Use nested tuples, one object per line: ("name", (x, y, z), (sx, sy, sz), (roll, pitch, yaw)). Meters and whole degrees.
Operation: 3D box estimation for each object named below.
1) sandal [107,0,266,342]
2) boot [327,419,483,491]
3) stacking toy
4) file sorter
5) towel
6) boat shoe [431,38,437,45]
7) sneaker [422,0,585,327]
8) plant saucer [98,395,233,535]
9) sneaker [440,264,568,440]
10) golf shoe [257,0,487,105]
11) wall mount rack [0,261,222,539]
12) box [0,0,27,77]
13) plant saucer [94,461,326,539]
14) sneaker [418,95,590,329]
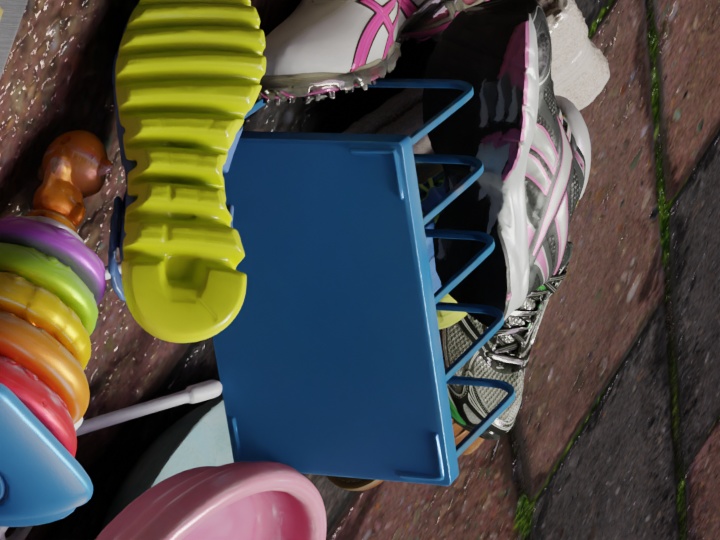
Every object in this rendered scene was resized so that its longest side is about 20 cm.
("sandal", (-0.095, -0.056, 1.440), (0.087, 0.079, 0.201), (137, -39, -71))
("boot", (0.049, 0.093, 1.964), (0.201, 0.073, 0.155), (-60, 153, -21))
("stacking toy", (-0.166, 0.014, 1.377), (0.110, 0.116, 0.201), (53, 45, -43))
("file sorter", (0.000, 0.000, 1.597), (0.123, 0.138, 0.201), (-41, 128, -54))
("towel", (0.062, -0.090, 1.748), (0.200, 0.035, 0.133), (-36, 158, 3))
("boat shoe", (0.080, -0.212, 1.698), (0.063, 0.073, 0.202), (-74, 175, -46))
("sneaker", (0.090, -0.073, 1.641), (0.086, 0.080, 0.201), (-27, 135, -38))
("plant saucer", (-0.113, 0.153, 1.715), (0.201, 0.039, 0.202), (-49, 154, -33))
("sneaker", (0.092, 0.013, 1.873), (0.078, 0.085, 0.201), (21, 67, -42))
("golf shoe", (-0.004, -0.156, 1.605), (0.200, 0.072, 0.093), (-37, 118, -47))
("wall mount rack", (-0.141, 0.066, 1.507), (0.201, 0.074, 0.174), (95, 20, -44))
("box", (-0.211, -0.092, 1.202), (0.158, 0.048, 0.201), (-4, 118, -65))
("plant saucer", (-0.105, 0.185, 1.586), (0.200, 0.051, 0.201), (-37, 148, -29))
("sneaker", (0.057, -0.028, 1.728), (0.105, 0.076, 0.200), (-6, 143, -41))
